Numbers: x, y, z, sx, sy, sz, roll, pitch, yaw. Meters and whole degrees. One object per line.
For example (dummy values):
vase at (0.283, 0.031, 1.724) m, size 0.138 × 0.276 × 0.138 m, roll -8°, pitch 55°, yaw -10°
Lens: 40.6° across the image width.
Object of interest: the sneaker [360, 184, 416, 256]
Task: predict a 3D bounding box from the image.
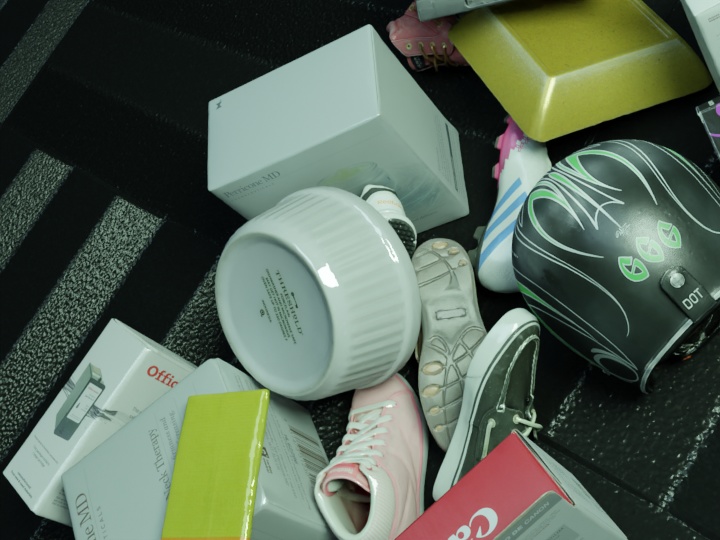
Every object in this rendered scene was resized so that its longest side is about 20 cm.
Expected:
sneaker at (0.000, 0.000, 0.985) m, size 0.080 × 0.073 × 0.200 m, roll -100°, pitch 31°, yaw -46°

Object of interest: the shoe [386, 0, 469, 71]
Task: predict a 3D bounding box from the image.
shoe at (0.099, -0.251, 1.102) m, size 0.091 × 0.071 × 0.200 m, roll -39°, pitch 44°, yaw 11°

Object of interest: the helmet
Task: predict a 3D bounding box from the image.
helmet at (0.220, -0.015, 0.814) m, size 0.200 × 0.200 × 0.191 m, roll -44°, pitch 66°, yaw 5°

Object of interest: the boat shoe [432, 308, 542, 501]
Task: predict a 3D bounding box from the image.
boat shoe at (0.123, 0.131, 0.830) m, size 0.064 × 0.071 × 0.201 m, roll 31°, pitch 116°, yaw 39°

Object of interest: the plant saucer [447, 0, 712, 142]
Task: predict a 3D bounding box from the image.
plant saucer at (0.214, -0.230, 0.963) m, size 0.199 × 0.049 × 0.200 m, roll -18°, pitch 49°, yaw -12°

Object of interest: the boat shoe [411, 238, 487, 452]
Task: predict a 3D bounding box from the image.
boat shoe at (0.086, 0.072, 0.924) m, size 0.075 × 0.072 × 0.201 m, roll -2°, pitch 75°, yaw -1°

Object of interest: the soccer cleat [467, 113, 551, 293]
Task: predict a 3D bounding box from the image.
soccer cleat at (0.169, -0.070, 0.955) m, size 0.086 × 0.070 × 0.201 m, roll 8°, pitch 74°, yaw 26°

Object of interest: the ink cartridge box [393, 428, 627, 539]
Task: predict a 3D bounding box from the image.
ink cartridge box at (0.087, 0.229, 0.760) m, size 0.200 × 0.176 × 0.084 m, roll -43°, pitch 49°, yaw 5°

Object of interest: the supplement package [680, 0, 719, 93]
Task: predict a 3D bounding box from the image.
supplement package at (0.344, -0.215, 0.823) m, size 0.117 × 0.200 × 0.117 m, roll -25°, pitch 52°, yaw 20°

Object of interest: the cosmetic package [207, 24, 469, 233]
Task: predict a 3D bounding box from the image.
cosmetic package at (-0.022, -0.117, 1.016) m, size 0.199 × 0.200 × 0.123 m, roll -20°, pitch 54°, yaw 24°

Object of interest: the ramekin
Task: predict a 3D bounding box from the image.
ramekin at (-0.050, 0.028, 0.905) m, size 0.202 × 0.094 × 0.203 m, roll 17°, pitch 117°, yaw 38°

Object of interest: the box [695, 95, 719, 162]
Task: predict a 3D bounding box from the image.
box at (0.393, -0.111, 0.782) m, size 0.199 × 0.143 × 0.036 m, roll -24°, pitch 11°, yaw 19°

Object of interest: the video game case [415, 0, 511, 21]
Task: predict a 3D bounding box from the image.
video game case at (0.152, -0.296, 0.987) m, size 0.180 × 0.026 × 0.200 m, roll -10°, pitch 21°, yaw 11°

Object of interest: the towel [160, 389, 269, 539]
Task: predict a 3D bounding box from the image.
towel at (-0.123, 0.198, 0.809) m, size 0.086 × 0.018 × 0.201 m, roll -7°, pitch 61°, yaw 24°

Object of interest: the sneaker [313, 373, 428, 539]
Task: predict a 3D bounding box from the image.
sneaker at (0.009, 0.169, 0.896) m, size 0.075 × 0.105 × 0.201 m, roll -20°, pitch 54°, yaw 26°

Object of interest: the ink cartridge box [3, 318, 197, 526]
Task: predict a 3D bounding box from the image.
ink cartridge box at (-0.254, 0.174, 1.042) m, size 0.084 × 0.145 × 0.200 m, roll 29°, pitch 82°, yaw 43°

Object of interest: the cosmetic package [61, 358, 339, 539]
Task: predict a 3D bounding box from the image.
cosmetic package at (-0.141, 0.226, 0.922) m, size 0.200 × 0.166 × 0.168 m, roll -38°, pitch 51°, yaw 11°
